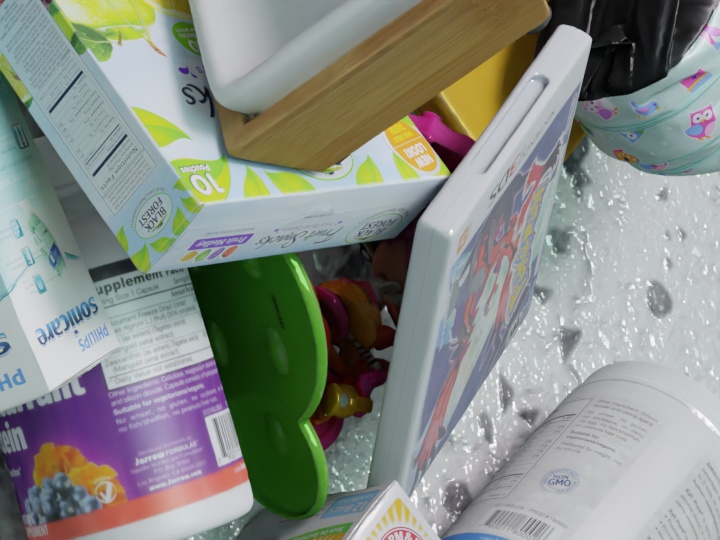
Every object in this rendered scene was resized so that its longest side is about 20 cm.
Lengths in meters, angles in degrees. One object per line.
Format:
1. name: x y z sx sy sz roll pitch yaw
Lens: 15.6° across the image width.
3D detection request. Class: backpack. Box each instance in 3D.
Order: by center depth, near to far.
1. backpack: 0.183 -0.157 1.475 0.126 0.166 0.201 37 63 -35

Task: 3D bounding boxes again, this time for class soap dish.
1. soap dish: -0.003 -0.150 1.179 0.081 0.157 0.201 41 24 -40

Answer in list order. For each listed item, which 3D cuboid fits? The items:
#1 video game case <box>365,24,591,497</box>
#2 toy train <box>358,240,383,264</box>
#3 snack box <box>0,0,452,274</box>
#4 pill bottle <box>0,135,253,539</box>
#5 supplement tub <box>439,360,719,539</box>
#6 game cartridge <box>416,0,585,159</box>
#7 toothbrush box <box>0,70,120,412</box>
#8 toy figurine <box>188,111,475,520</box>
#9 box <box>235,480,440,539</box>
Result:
1. video game case: 0.061 0.001 1.341 0.023 0.201 0.182 23 44 13
2. toy train: -0.026 -0.077 1.439 0.034 0.046 0.201 -39 105 -23
3. snack box: -0.063 -0.075 1.207 0.200 0.053 0.143 -10 60 -55
4. pill bottle: -0.131 0.036 1.269 0.111 0.111 0.201 -16 90 -43
5. supplement tub: 0.123 0.157 1.453 0.200 0.132 0.132 -43 107 -40
6. game cartridge: 0.070 -0.158 1.506 0.200 0.032 0.176 55 50 -18
7. toothbrush box: -0.218 -0.023 1.169 0.201 0.146 0.085 67 21 -4
8. toy figurine: 0.000 0.000 1.360 0.184 0.150 0.201 -30 110 -35
9. box: 0.014 0.220 1.351 0.200 0.112 0.101 53 50 -16
